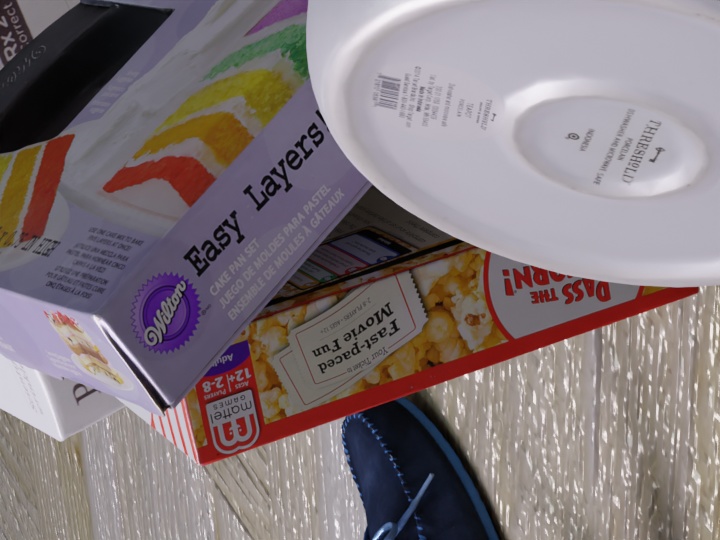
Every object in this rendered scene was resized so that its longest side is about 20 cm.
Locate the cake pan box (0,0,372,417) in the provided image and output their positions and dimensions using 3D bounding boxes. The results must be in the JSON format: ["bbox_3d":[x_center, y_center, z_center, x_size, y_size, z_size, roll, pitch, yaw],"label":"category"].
[{"bbox_3d":[-0.069,-0.047,0.949,0.199,0.184,0.052,16,147,55],"label":"cake pan box"}]

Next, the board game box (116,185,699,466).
[{"bbox_3d":[0.000,0.000,0.993,0.151,0.199,0.047,29,134,63],"label":"board game box"}]

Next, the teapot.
[{"bbox_3d":[0.082,-0.095,0.776,0.199,0.197,0.147,-13,54,40],"label":"teapot"}]

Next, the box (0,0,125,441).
[{"bbox_3d":[-0.155,-0.050,1.253,0.200,0.130,0.200,17,133,63],"label":"box"}]

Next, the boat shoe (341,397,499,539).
[{"bbox_3d":[0.031,0.147,1.230,0.084,0.068,0.201,103,145,-55],"label":"boat shoe"}]
